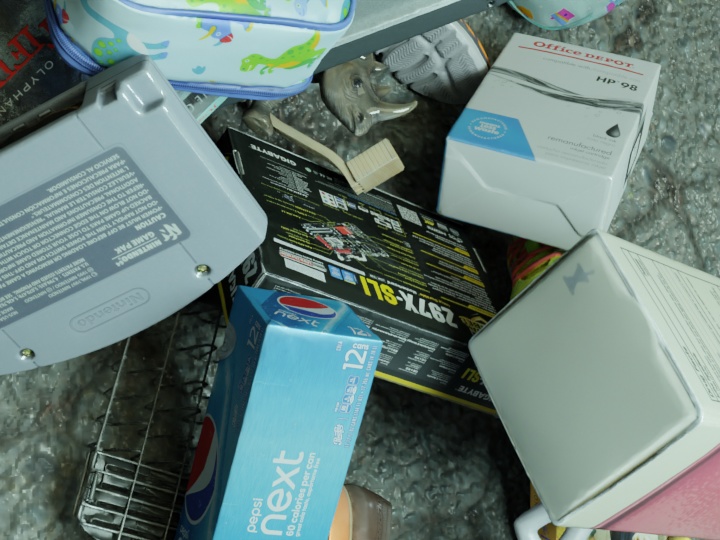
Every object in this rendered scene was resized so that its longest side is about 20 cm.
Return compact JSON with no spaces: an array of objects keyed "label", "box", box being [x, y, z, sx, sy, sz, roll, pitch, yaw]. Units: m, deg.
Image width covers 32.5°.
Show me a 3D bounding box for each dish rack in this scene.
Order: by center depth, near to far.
[{"label":"dish rack","box":[-0.094,0.085,0.756,0.153,0.054,0.201,21,70,-25]}]

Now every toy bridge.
[{"label":"toy bridge","box":[-0.048,-0.136,0.824,0.067,0.027,0.201,-31,75,5]}]

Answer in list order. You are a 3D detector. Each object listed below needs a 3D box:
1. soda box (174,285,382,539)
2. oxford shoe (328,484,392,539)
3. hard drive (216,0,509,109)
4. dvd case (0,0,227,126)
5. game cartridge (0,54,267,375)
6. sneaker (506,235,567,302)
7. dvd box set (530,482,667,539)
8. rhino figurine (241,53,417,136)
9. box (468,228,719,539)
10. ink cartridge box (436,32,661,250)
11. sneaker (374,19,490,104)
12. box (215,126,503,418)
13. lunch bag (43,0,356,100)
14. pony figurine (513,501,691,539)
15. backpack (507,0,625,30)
[{"label":"soda box","box":[-0.053,0.115,0.675,0.067,0.064,0.201,9,104,-24]},{"label":"oxford shoe","box":[-0.008,0.232,0.766,0.073,0.071,0.202,16,70,-34]},{"label":"hard drive","box":[-0.020,-0.191,0.749,0.199,0.033,0.140,-21,66,-3]},{"label":"dvd case","box":[-0.186,-0.130,0.696,0.146,0.022,0.200,-43,89,0]},{"label":"game cartridge","box":[-0.158,-0.018,0.655,0.133,0.199,0.042,53,20,-39]},{"label":"sneaker","box":[0.131,0.002,0.876,0.091,0.078,0.200,60,14,6]},{"label":"dvd box set","box":[0.180,0.131,0.881,0.146,0.029,0.201,-18,116,-35]},{"label":"rhino figurine","box":[-0.056,-0.135,0.779,0.199,0.060,0.088,19,66,15]},{"label":"box","box":[0.180,0.075,0.727,0.199,0.109,0.128,16,40,-44]},{"label":"ink cartridge box","box":[0.141,-0.105,0.879,0.115,0.067,0.200,16,41,15]},{"label":"sneaker","box":[0.036,-0.218,0.896,0.200,0.077,0.112,43,51,-27]},{"label":"box","box":[0.000,0.000,0.784,0.199,0.049,0.160,20,31,-29]},{"label":"lunch bag","box":[-0.099,-0.194,0.664,0.160,0.082,0.201,-1,63,-32]},{"label":"pony figurine","box":[0.138,0.236,0.797,0.200,0.167,0.193,-40,84,7]},{"label":"backpack","box":[0.136,-0.285,0.933,0.200,0.166,0.127,43,49,-35]}]
